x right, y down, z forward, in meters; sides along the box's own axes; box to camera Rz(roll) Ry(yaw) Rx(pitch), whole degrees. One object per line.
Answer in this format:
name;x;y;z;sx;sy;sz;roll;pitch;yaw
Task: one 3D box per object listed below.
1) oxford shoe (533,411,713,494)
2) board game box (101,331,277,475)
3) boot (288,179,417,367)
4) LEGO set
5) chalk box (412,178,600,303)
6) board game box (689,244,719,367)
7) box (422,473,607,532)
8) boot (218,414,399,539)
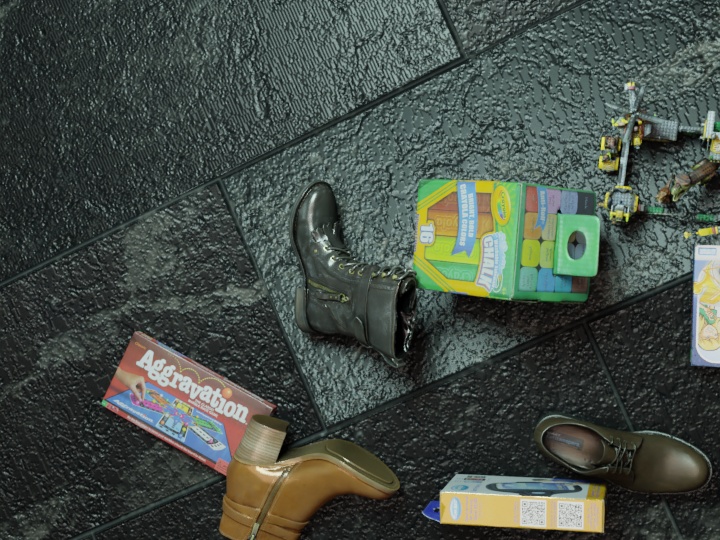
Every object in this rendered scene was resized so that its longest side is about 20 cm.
oxford shoe;0.288;0.209;1.371;0.200;0.084;0.073;10;91;11
board game box;-0.211;0.165;1.518;0.200;0.019;0.103;27;95;11
boot;0.000;0.000;1.403;0.174;0.069;0.200;8;103;47
LEGO set;0.350;-0.110;1.336;0.200;0.116;0.154;16;94;13
chalk box;0.168;-0.031;1.330;0.200;0.124;0.125;5;92;50
board game box;0.464;0.041;1.353;0.200;0.034;0.136;1;90;13
box;0.172;0.256;1.379;0.200;0.119;0.042;3;91;12
boot;-0.064;0.272;1.466;0.200;0.074;0.155;20;102;11
